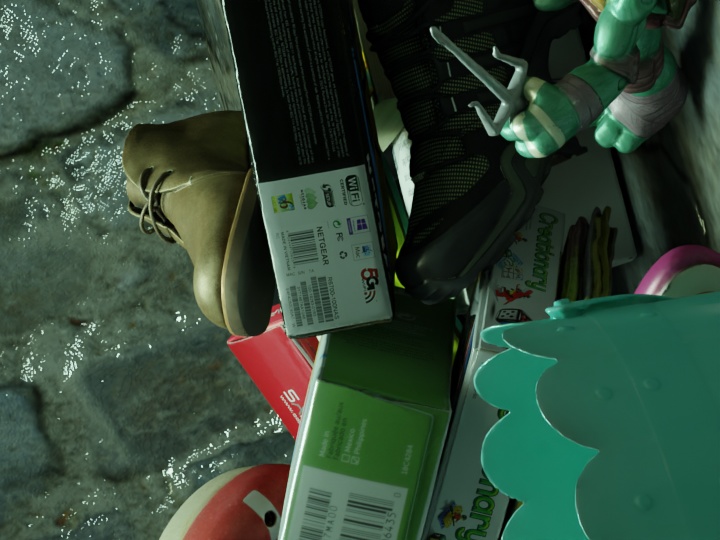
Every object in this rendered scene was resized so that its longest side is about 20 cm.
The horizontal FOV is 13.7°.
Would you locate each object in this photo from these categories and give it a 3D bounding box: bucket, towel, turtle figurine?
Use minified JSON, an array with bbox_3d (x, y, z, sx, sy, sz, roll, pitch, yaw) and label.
[{"bbox_3d":[0.132,0.101,1.077,0.207,0.134,0.209,166,90,-82],"label":"bucket"},{"bbox_3d":[0.078,0.086,1.326,0.144,0.023,0.201,-78,1,-55],"label":"towel"},{"bbox_3d":[0.086,-0.116,1.151,0.200,0.100,0.151,44,-136,-74],"label":"turtle figurine"}]

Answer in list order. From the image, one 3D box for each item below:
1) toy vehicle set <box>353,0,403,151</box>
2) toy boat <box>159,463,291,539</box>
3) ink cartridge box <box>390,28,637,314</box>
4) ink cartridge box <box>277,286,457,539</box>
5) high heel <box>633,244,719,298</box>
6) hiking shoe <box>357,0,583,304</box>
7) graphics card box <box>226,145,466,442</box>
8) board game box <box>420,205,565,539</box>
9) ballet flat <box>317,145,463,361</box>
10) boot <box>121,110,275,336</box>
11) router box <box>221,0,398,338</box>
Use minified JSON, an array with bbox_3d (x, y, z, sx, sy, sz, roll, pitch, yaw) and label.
[{"bbox_3d":[-0.008,-0.125,1.468,0.200,0.026,0.125,131,125,-78],"label":"toy vehicle set"},{"bbox_3d":[-0.018,0.192,1.503,0.130,0.131,0.201,-6,119,45],"label":"toy boat"},{"bbox_3d":[0.060,-0.085,1.472,0.145,0.084,0.201,156,99,-83],"label":"ink cartridge box"},{"bbox_3d":[0.003,0.068,1.331,0.200,0.059,0.104,-80,4,-72],"label":"ink cartridge box"},{"bbox_3d":[0.120,0.018,1.256,0.096,0.067,0.200,60,170,27],"label":"high heel"},{"bbox_3d":[0.033,-0.085,1.292,0.076,0.100,0.201,-27,43,60],"label":"hiking shoe"},{"bbox_3d":[0.021,0.024,1.554,0.126,0.051,0.200,54,-138,-17],"label":"graphics card box"},{"bbox_3d":[0.049,0.085,1.321,0.126,0.034,0.201,-77,1,-58],"label":"board game box"},{"bbox_3d":[0.000,0.000,1.428,0.201,0.067,0.067,63,166,-24],"label":"ballet flat"},{"bbox_3d":[-0.074,-0.023,1.371,0.200,0.075,0.074,-94,7,-69],"label":"boot"},{"bbox_3d":[-0.025,-0.087,1.298,0.149,0.051,0.201,-87,-14,-76],"label":"router box"}]
